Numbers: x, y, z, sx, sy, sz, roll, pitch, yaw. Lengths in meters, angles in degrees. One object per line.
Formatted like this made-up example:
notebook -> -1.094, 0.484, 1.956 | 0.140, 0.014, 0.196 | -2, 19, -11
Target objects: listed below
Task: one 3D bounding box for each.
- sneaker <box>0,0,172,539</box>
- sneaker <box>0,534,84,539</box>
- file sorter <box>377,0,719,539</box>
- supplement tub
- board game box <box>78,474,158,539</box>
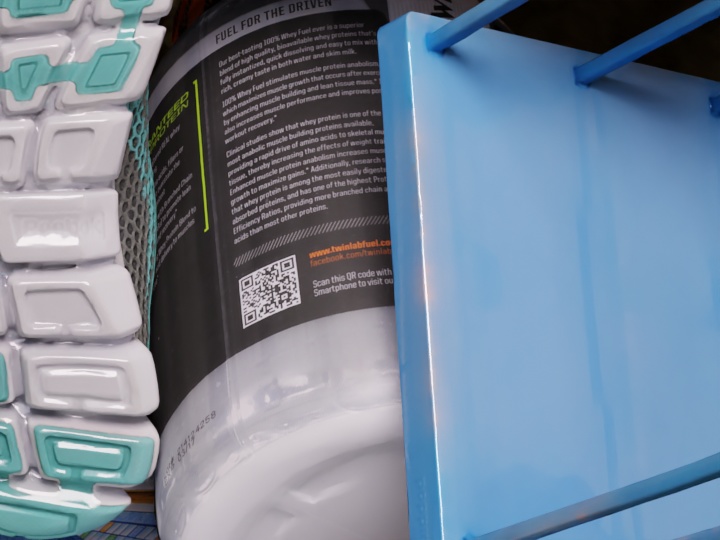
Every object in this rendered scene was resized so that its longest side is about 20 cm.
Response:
sneaker -> -0.086, -0.037, 0.705 | 0.077, 0.091, 0.200 | 3, 101, -4
sneaker -> -0.085, 0.131, 0.694 | 0.105, 0.076, 0.200 | -22, 67, -9
file sorter -> 0.123, 0.004, 0.650 | 0.200, 0.123, 0.139 | 9, 69, -35
supplement tub -> 0.000, 0.000, 0.754 | 0.122, 0.123, 0.200 | -6, 48, -2
board game box -> -0.090, 0.149, 0.750 | 0.199, 0.041, 0.200 | 37, 72, 16
